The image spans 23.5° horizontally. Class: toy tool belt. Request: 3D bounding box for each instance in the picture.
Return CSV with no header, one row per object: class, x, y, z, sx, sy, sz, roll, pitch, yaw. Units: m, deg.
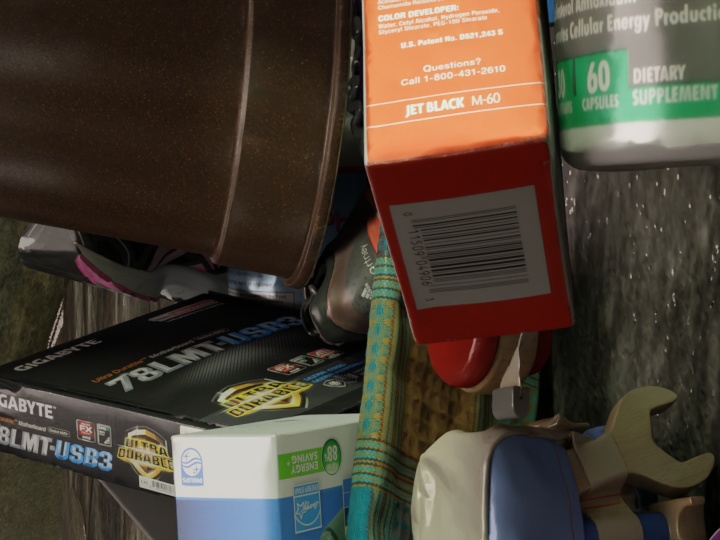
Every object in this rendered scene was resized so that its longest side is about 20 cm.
toy tool belt,0.087,0.105,0.700,0.125,0.122,0.202,-18,68,61

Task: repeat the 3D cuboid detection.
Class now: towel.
towel,0.042,0.085,0.779,0.022,0.146,0.202,-4,70,32

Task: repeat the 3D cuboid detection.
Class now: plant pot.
plant pot,-0.118,-0.099,0.912,0.200,0.196,0.203,-174,90,-79

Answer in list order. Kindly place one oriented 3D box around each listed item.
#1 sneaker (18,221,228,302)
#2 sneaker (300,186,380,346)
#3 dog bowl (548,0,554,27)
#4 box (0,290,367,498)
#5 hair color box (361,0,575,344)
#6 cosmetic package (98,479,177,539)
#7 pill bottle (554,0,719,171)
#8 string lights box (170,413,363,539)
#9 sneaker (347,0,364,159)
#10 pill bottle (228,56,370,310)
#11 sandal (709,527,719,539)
sneaker,-0.136,-0.029,1.050,0.200,0.080,0.087,14,-91,-72
sneaker,0.000,0.000,0.944,0.077,0.081,0.200,58,-176,-1
dog bowl,0.099,-0.164,0.713,0.200,0.049,0.113,159,104,-74
box,-0.067,0.066,0.930,0.197,0.199,0.050,11,107,33
hair color box,0.038,-0.089,0.625,0.111,0.063,0.202,72,-167,-55
cosmetic package,-0.075,0.161,1.103,0.201,0.107,0.090,54,169,-12
pill bottle,0.116,-0.135,0.555,0.113,0.112,0.202,180,87,-74
string lights box,-0.024,0.166,0.742,0.059,0.102,0.202,-5,89,33
sneaker,0.040,-0.121,0.903,0.088,0.080,0.202,-46,49,46
pill bottle,-0.030,-0.030,1.082,0.109,0.108,0.202,-165,73,-73
sandal,0.141,0.125,0.617,0.082,0.049,0.205,165,102,-74
